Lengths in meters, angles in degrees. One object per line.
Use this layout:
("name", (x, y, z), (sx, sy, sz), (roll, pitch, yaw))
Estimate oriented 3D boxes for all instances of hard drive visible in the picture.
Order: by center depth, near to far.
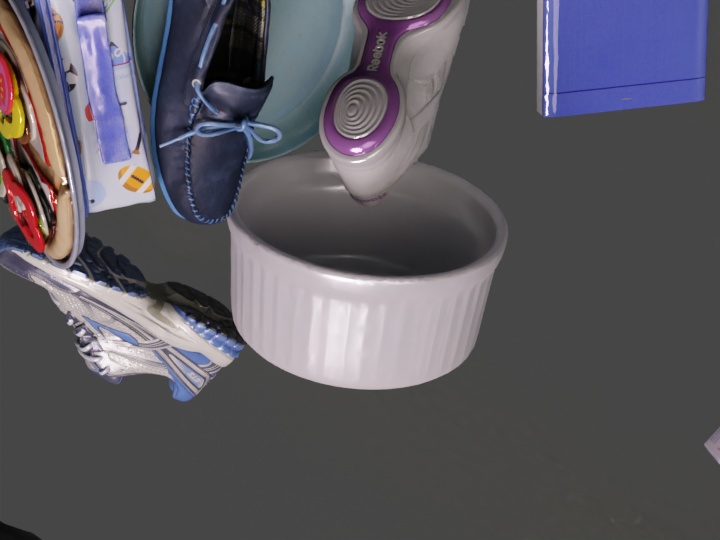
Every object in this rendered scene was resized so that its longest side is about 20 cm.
("hard drive", (0.196, -0.219, 1.396), (0.131, 0.025, 0.201), (-7, 113, -12))

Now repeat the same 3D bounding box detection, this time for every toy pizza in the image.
("toy pizza", (-0.229, -0.095, 1.232), (0.032, 0.200, 0.201), (-18, 115, -20))

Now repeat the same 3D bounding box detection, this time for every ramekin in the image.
("ramekin", (0.000, 0.000, 1.339), (0.199, 0.201, 0.098), (-1, 118, -15))

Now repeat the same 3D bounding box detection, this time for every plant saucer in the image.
("plant saucer", (-0.076, -0.176, 1.309), (0.199, 0.027, 0.201), (-14, 115, -33))

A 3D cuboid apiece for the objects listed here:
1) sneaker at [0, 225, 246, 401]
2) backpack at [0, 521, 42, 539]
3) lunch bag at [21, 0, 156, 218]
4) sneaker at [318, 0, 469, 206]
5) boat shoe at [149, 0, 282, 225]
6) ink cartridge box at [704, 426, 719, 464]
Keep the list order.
("sneaker", (-0.183, 0.038, 1.369), (0.199, 0.077, 0.085), (29, 105, -23))
("backpack", (-0.321, 0.276, 1.396), (0.166, 0.127, 0.201), (21, 105, -10))
("lunch bag", (-0.187, -0.143, 1.247), (0.075, 0.160, 0.201), (-13, 115, -10))
("sneaker", (0.025, -0.137, 1.333), (0.100, 0.074, 0.201), (74, 36, -55))
("boat shoe", (-0.095, -0.123, 1.244), (0.084, 0.068, 0.201), (-21, 120, -45))
("ink cartridge box", (0.398, 0.165, 1.596), (0.200, 0.042, 0.119), (39, 97, -22))
